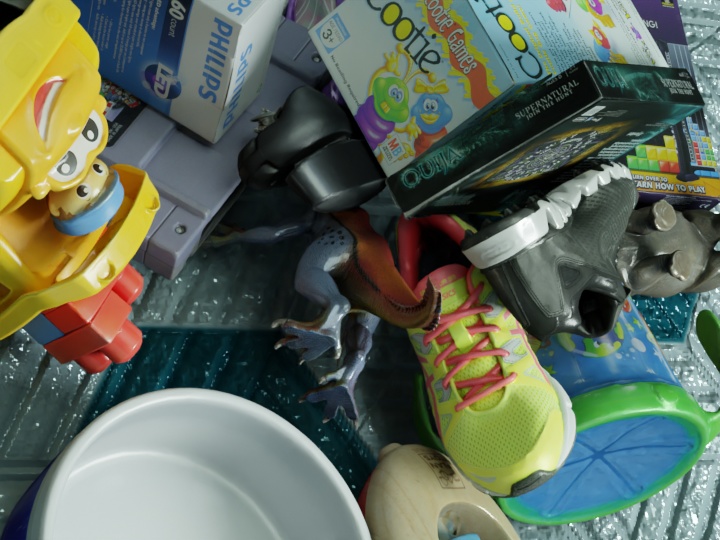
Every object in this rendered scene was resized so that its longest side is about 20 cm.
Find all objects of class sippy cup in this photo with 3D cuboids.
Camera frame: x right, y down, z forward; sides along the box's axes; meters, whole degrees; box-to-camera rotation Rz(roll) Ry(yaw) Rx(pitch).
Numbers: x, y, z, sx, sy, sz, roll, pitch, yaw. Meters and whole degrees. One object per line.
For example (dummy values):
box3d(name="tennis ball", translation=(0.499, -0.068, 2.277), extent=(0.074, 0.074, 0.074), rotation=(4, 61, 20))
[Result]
box3d(name="sippy cup", translation=(0.127, 0.065, 1.429), extent=(0.177, 0.140, 0.131), rotation=(10, 49, -40))

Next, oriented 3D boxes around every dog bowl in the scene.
box3d(name="dog bowl", translation=(-0.093, 0.170, 1.264), extent=(0.199, 0.079, 0.202), rotation=(14, 59, -25))

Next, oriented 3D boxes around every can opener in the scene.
box3d(name="can opener", translation=(-0.004, -0.077, 1.397), extent=(0.079, 0.063, 0.200), rotation=(60, 31, 3))

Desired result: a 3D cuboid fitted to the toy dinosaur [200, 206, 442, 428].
box3d(name="toy dinosaur", translation=(0.000, 0.000, 1.369), extent=(0.105, 0.199, 0.182), rotation=(53, 37, -33))

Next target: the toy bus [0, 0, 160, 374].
box3d(name="toy bus", translation=(-0.176, -0.031, 1.249), extent=(0.192, 0.200, 0.136), rotation=(43, 53, -15))

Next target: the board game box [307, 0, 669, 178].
box3d(name="board game box", translation=(0.079, -0.130, 1.400), extent=(0.199, 0.103, 0.105), rotation=(-11, 69, -57))

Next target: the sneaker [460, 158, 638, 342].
box3d(name="sneaker", translation=(0.123, -0.006, 1.368), extent=(0.091, 0.066, 0.200), rotation=(62, 27, 0))

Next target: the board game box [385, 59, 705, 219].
box3d(name="board game box", translation=(0.110, -0.075, 1.361), extent=(0.028, 0.135, 0.200), rotation=(63, 22, 9))

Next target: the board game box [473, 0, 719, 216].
box3d(name="board game box", translation=(0.134, -0.117, 1.566), extent=(0.198, 0.057, 0.167), rotation=(3, 66, -30))

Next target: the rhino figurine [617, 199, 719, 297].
box3d(name="rhino figurine", translation=(0.173, -0.013, 1.511), extent=(0.199, 0.087, 0.060), rotation=(-1, 82, -37))

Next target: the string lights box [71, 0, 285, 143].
box3d(name="string lights box", translation=(-0.144, -0.170, 1.356), extent=(0.199, 0.103, 0.059), rotation=(31, 51, 9))

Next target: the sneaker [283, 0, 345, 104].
box3d(name="sneaker", translation=(-0.005, -0.173, 1.489), extent=(0.080, 0.088, 0.202), rotation=(8, 65, -31))

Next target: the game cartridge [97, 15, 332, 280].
box3d(name="game cartridge", translation=(-0.112, -0.096, 1.395), extent=(0.129, 0.038, 0.200), rotation=(31, 53, 5))

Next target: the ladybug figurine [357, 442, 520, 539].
box3d(name="ladybug figurine", translation=(0.051, 0.192, 1.333), extent=(0.135, 0.072, 0.201), rotation=(7, 52, -53))

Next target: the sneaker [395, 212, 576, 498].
box3d(name="sneaker", translation=(0.059, 0.041, 1.345), extent=(0.090, 0.078, 0.201), rotation=(53, 11, -48))
